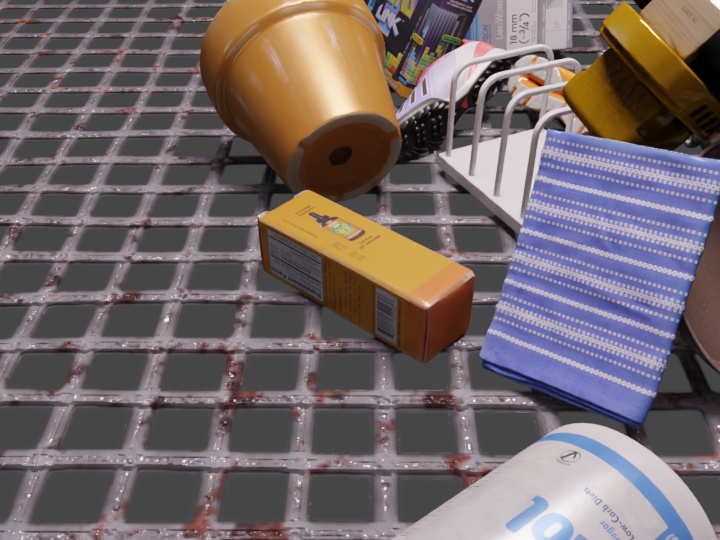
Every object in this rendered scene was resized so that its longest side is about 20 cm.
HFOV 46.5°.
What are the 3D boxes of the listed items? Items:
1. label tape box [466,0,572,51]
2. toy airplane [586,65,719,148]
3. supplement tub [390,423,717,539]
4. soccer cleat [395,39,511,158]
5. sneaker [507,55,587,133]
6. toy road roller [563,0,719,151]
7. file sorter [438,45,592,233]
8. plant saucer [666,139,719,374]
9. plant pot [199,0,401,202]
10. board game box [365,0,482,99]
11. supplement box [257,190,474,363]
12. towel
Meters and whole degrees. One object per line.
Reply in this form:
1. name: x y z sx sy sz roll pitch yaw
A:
1. label tape box: 0.184 -0.368 1.140 0.200 0.144 0.063 -5 18 -5
2. toy airplane: 0.397 -0.249 0.989 0.199 0.141 0.200 25 45 32
3. supplement tub: 0.080 0.180 0.443 0.200 0.132 0.132 -26 44 -29
4. soccer cleat: 0.088 -0.202 0.973 0.200 0.068 0.073 -41 56 -21
5. sneaker: 0.265 -0.187 0.972 0.077 0.078 0.200 4 34 -51
6. toy road roller: 0.260 -0.154 0.686 0.200 0.146 0.123 15 40 -52
7. file sorter: 0.192 -0.131 0.842 0.139 0.125 0.200 -17 40 -22
8. plant saucer: 0.302 -0.005 0.665 0.200 0.200 0.034 -26 8 -29
9. plant pot: -0.048 -0.177 0.881 0.200 0.200 0.183 -14 54 -17
10. board game box: 0.065 -0.331 1.081 0.057 0.165 0.200 7 30 -30
11. supplement box: 0.000 0.000 0.735 0.200 0.069 0.067 30 46 32
12. towel: 0.174 0.001 0.628 0.145 0.200 0.024 21 8 39
